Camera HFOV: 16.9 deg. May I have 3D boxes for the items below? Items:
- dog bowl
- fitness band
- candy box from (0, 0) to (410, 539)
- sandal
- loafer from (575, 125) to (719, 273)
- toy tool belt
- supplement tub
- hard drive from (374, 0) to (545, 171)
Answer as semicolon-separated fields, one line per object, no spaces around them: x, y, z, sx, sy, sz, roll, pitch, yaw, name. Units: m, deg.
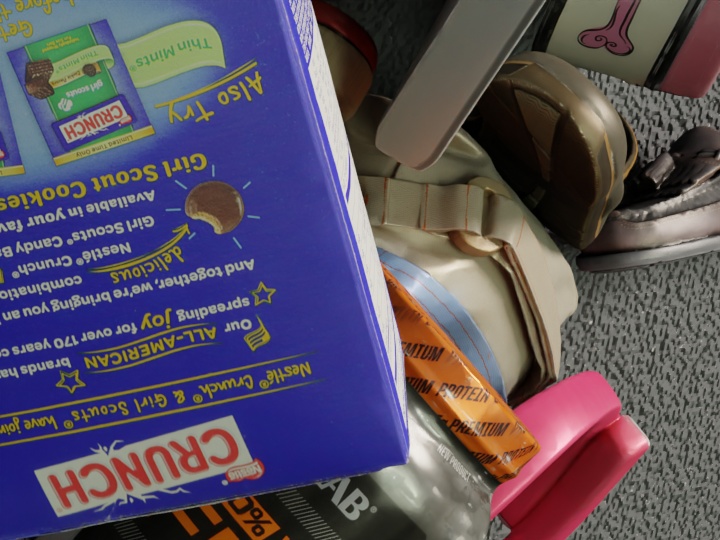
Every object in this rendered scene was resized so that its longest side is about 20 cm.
0.147;-0.158;0.981;0.201;0.073;0.200;-61;176;-6;dog bowl
0.045;0.112;1.031;0.143;0.038;0.200;-26;160;-33;fitness band
-0.087;-0.024;0.743;0.168;0.077;0.201;-11;116;8;candy box
0.077;-0.058;0.962;0.055;0.082;0.200;-49;175;-8;sandal
0.164;-0.045;1.140;0.199;0.072;0.064;-16;98;-46;loafer
0.000;0.000;0.951;0.200;0.124;0.123;47;65;-43;toy tool belt
-0.040;0.094;0.863;0.200;0.123;0.123;-43;134;2;supplement tub
0.071;-0.140;0.906;0.132;0.027;0.200;-56;-176;42;hard drive
